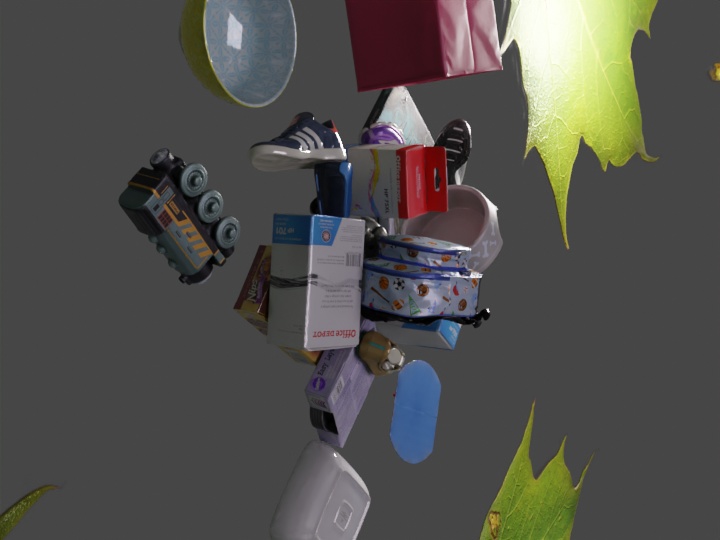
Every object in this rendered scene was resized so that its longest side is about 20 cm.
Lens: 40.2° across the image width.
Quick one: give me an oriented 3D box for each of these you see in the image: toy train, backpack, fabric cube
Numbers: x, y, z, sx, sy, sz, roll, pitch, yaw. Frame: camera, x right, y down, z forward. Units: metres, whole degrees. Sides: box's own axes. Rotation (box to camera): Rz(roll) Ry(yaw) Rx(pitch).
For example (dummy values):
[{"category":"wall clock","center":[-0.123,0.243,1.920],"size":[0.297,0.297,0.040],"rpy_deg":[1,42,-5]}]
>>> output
[{"category":"toy train","center":[-0.246,-0.070,1.354],"size":[0.114,0.085,0.201],"rpy_deg":[-51,137,-23]},{"category":"backpack","center":[0.087,0.020,1.608],"size":[0.189,0.198,0.156],"rpy_deg":[-10,101,-45]},{"category":"fabric cube","center":[0.107,-0.428,1.704],"size":[0.199,0.194,0.202],"rpy_deg":[-20,105,-51]}]

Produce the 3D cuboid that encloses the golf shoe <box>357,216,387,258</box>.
[{"category":"golf shoe","center":[0.000,0.000,1.736],"size":[0.077,0.097,0.202],"rpy_deg":[10,114,-18]}]

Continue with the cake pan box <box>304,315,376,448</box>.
[{"category":"cake pan box","center":[-0.026,0.183,1.695],"size":[0.185,0.052,0.201],"rpy_deg":[76,34,-54]}]

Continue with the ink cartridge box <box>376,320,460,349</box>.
[{"category":"ink cartridge box","center":[0.128,0.035,1.853],"size":[0.086,0.145,0.202],"rpy_deg":[50,54,-47]}]

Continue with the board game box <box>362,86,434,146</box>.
[{"category":"board game box","center":[0.077,-0.249,1.856],"size":[0.201,0.028,0.136],"rpy_deg":[55,51,-45]}]

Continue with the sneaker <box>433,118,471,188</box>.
[{"category":"sneaker","center":[0.178,-0.223,1.949],"size":[0.201,0.073,0.080],"rpy_deg":[98,8,-48]}]

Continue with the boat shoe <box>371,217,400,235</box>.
[{"category":"boat shoe","center":[0.049,-0.022,1.809],"size":[0.062,0.071,0.203],"rpy_deg":[1,91,-57]}]

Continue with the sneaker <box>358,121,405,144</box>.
[{"category":"sneaker","center":[0.060,-0.183,1.769],"size":[0.084,0.080,0.201],"rpy_deg":[-104,168,-47]}]

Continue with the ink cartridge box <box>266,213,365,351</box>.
[{"category":"ink cartridge box","center":[-0.067,0.016,1.527],"size":[0.146,0.085,0.203],"rpy_deg":[2,93,-56]}]

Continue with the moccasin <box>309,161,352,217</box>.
[{"category":"moccasin","center":[-0.052,-0.108,1.637],"size":[0.081,0.067,0.202],"rpy_deg":[-75,174,-47]}]

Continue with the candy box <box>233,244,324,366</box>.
[{"category":"candy box","center":[-0.113,0.059,1.589],"size":[0.200,0.056,0.118],"rpy_deg":[45,58,-48]}]

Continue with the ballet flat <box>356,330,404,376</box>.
[{"category":"ballet flat","center":[0.044,0.152,1.702],"size":[0.200,0.062,0.069],"rpy_deg":[39,68,-71]}]

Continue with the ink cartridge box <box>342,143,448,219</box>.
[{"category":"ink cartridge box","center":[0.047,-0.153,1.670],"size":[0.067,0.198,0.118],"rpy_deg":[-22,112,-53]}]

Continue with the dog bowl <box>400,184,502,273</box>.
[{"category":"dog bowl","center":[0.162,-0.071,1.800],"size":[0.059,0.198,0.202],"rpy_deg":[53,52,-47]}]

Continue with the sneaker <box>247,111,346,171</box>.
[{"category":"sneaker","center":[-0.107,-0.208,1.558],"size":[0.199,0.074,0.086],"rpy_deg":[-7,82,-52]}]

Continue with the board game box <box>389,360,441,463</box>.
[{"category":"board game box","center":[0.096,0.279,1.956],"size":[0.157,0.039,0.203],"rpy_deg":[26,68,-50]}]

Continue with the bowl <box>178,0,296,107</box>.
[{"category":"bowl","center":[-0.189,-0.329,1.371],"size":[0.199,0.107,0.203],"rpy_deg":[-13,106,-55]}]

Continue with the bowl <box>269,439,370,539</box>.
[{"category":"bowl","center":[-0.057,0.421,1.712],"size":[0.201,0.074,0.201],"rpy_deg":[-63,143,-28]}]
